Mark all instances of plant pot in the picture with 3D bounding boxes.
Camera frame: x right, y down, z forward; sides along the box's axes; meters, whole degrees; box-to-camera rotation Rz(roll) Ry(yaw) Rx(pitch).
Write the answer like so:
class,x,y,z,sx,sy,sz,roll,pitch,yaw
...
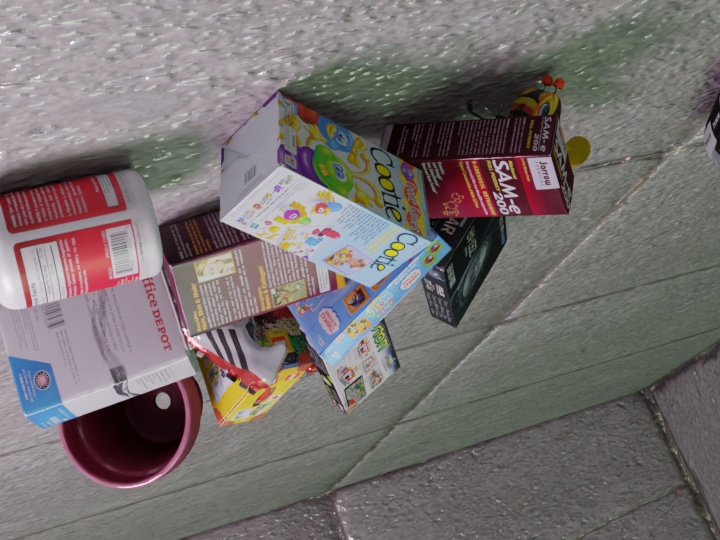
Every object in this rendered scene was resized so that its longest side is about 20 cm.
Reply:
class,x,y,z,sx,sy,sz,roll,pitch,yaw
plant pot,-0.317,0.205,1.483,0.199,0.201,0.179,-24,175,7

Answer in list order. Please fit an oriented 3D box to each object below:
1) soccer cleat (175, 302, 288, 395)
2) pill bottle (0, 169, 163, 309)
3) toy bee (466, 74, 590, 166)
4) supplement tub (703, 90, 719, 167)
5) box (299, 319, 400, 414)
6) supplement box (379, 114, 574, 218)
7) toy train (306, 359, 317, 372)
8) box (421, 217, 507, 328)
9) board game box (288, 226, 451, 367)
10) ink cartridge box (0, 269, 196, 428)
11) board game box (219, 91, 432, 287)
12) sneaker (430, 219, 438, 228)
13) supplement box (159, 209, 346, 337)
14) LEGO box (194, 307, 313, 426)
class,x,y,z,sx,sy,sz,roll,pitch,yaw
soccer cleat,-0.185,0.081,1.328,0.085,0.200,0.069,-53,162,-10
pill bottle,-0.304,-0.027,0.991,0.199,0.113,0.112,-14,159,-20
toy bee,0.213,-0.166,1.180,0.109,0.131,0.200,-53,158,-9
supplement tub,0.546,-0.219,1.373,0.122,0.123,0.200,-22,160,1
box,-0.011,0.108,1.398,0.110,0.035,0.200,-40,145,-17
supplement box,0.130,-0.113,1.134,0.199,0.061,0.109,-1,146,24
toy train,-0.047,0.093,1.512,0.115,0.085,0.200,-27,-162,-23
box,0.143,-0.030,1.391,0.160,0.043,0.200,-57,158,-17
board game box,0.000,0.000,1.240,0.200,0.151,0.037,-45,129,6
ink cartridge box,-0.314,0.084,1.212,0.199,0.146,0.084,-19,161,-8
board game box,-0.035,-0.080,1.054,0.200,0.103,0.105,25,135,-34
sneaker,0.105,-0.050,1.415,0.200,0.073,0.112,-1,152,-43
supplement box,-0.127,-0.015,1.188,0.199,0.086,0.111,-18,129,-12
LEGO box,-0.161,0.114,1.445,0.077,0.149,0.200,-9,156,-32
